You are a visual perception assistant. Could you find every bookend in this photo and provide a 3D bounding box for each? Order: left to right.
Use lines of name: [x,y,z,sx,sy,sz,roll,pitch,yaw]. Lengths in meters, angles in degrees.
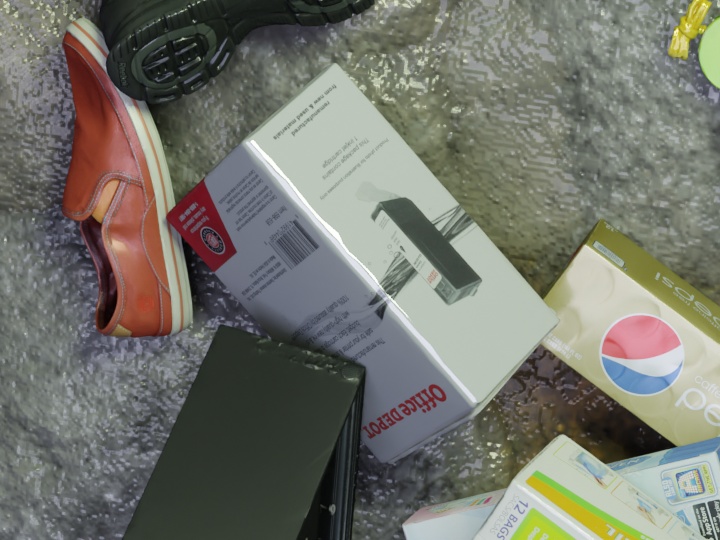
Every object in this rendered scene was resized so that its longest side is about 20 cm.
bookend: [-0.074,0.175,1.577,0.092,0.201,0.199,16,142,9]

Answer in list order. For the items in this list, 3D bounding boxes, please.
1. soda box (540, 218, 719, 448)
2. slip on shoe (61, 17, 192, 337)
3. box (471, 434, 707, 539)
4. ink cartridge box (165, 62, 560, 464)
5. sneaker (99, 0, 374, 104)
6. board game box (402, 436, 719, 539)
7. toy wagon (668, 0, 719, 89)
soda box: [0.196,0.061,1.593,0.200,0.064,0.068,37,110,2]
slip on shoe: [-0.150,-0.051,1.637,0.061,0.074,0.201,-16,107,-17]
box: [0.150,0.201,1.507,0.200,0.101,0.113,37,111,10]
ink cartridge box: [0.000,0.000,1.577,0.200,0.084,0.144,49,152,-2]
sneaker: [-0.065,-0.177,1.585,0.199,0.091,0.076,-23,135,-2]
board game box: [0.147,0.216,1.590,0.198,0.043,0.201,-15,96,21]
toy wagon: [0.270,-0.099,1.545,0.199,0.040,0.156,28,109,6]
